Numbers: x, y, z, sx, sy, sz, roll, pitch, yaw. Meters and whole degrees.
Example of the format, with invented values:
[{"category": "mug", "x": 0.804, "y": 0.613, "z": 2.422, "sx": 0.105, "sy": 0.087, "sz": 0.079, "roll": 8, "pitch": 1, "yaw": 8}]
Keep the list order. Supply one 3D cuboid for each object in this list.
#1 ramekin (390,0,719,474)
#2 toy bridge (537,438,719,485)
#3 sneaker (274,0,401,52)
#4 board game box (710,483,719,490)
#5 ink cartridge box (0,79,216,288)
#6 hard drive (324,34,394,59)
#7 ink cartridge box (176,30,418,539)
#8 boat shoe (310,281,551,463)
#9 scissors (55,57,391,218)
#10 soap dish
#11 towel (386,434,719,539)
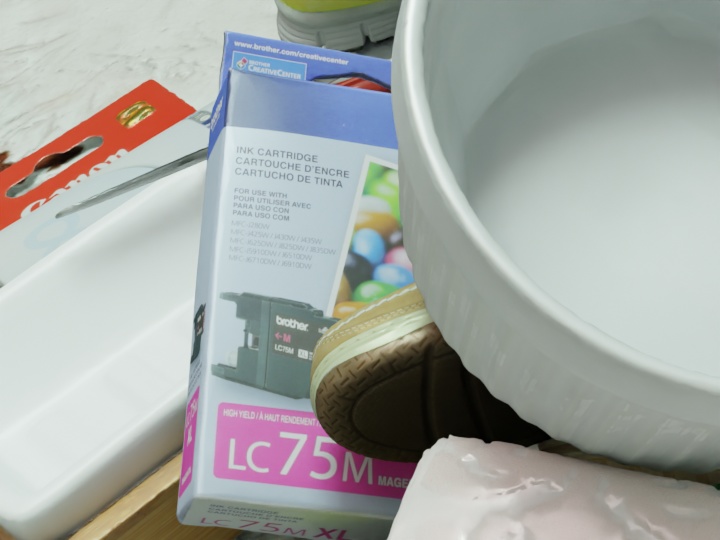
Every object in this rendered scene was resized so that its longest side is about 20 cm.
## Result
[{"category": "ramekin", "x": 0.103, "y": -0.033, "z": 0.598, "sx": 0.198, "sy": 0.105, "sz": 0.202, "roll": 3, "pitch": 64, "yaw": -6}, {"category": "toy bridge", "x": 0.155, "y": 0.051, "z": 0.697, "sx": 0.198, "sy": 0.027, "sz": 0.067, "roll": -15, "pitch": 35, "yaw": 7}, {"category": "sneaker", "x": 0.043, "y": -0.174, "z": 0.975, "sx": 0.198, "sy": 0.091, "sz": 0.078, "roll": -16, "pitch": 31, "yaw": 6}, {"category": "board game box", "x": 0.074, "y": 0.127, "z": 0.618, "sx": 0.198, "sy": 0.048, "sz": 0.102, "roll": -12, "pitch": 35, "yaw": 14}, {"category": "ink cartridge box", "x": -0.129, "y": -0.044, "z": 0.973, "sx": 0.159, "sy": 0.048, "sz": 0.200, "roll": -34, "pitch": 37, "yaw": -18}, {"category": "hard drive", "x": 0.089, "y": -0.144, "z": 1.013, "sx": 0.199, "sy": 0.026, "sz": 0.132, "roll": -28, "pitch": 34, "yaw": -10}, {"category": "ink cartridge box", "x": 0.000, "y": 0.000, "z": 0.721, "sx": 0.118, "sy": 0.042, "sz": 0.202, "roll": 8, "pitch": 63, "yaw": -12}, {"category": "boat shoe", "x": 0.069, "y": 0.010, "z": 0.685, "sx": 0.198, "sy": 0.072, "sz": 0.076, "roll": -11, "pitch": 49, "yaw": -20}, {"category": "scissors", "x": -0.041, "y": -0.061, "z": 0.846, "sx": 0.198, "sy": 0.014, "sz": 0.073, "roll": -24, "pitch": 13, "yaw": -9}, {"category": "soap dish", "x": -0.083, "y": 0.047, "z": 0.788, "sx": 0.199, "sy": 0.082, "sz": 0.157, "roll": -36, "pitch": 36, "yaw": -22}, {"category": "towel", "x": 0.079, "y": 0.147, "z": 0.533, "sx": 0.198, "sy": 0.032, "sz": 0.192, "roll": 9, "pitch": 63, "yaw": 27}]
